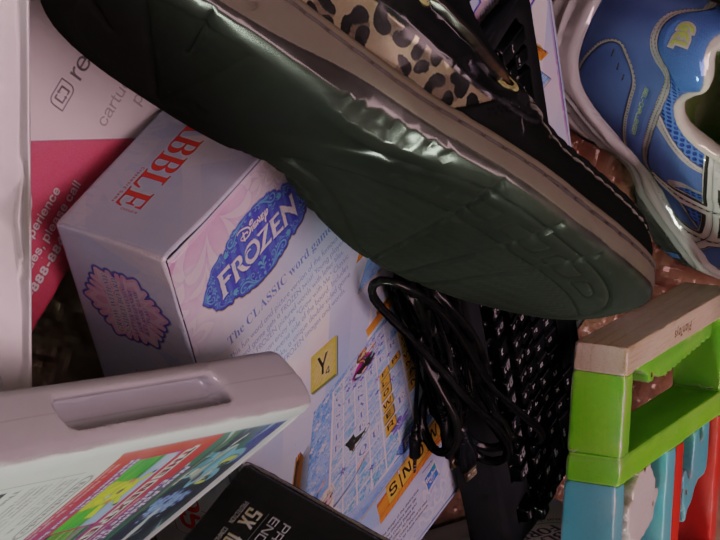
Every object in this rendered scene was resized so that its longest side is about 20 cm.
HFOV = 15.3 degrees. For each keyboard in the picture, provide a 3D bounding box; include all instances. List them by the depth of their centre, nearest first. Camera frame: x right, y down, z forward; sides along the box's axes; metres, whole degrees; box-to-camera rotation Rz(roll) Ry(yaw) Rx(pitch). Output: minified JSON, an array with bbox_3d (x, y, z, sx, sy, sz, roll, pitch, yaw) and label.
[{"bbox_3d":[0.051,0.018,0.849,0.104,0.040,0.200,-52,145,-33],"label":"keyboard"}]

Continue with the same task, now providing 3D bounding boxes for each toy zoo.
[{"bbox_3d":[0.100,0.112,0.949,0.131,0.020,0.200,-22,116,-65],"label":"toy zoo"}]

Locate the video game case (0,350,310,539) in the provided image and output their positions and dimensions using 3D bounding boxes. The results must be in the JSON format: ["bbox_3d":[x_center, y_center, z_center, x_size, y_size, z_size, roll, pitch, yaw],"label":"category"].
[{"bbox_3d":[-0.124,0.091,0.681,0.200,0.023,0.182,-40,167,19],"label":"video game case"}]

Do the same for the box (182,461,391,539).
[{"bbox_3d":[-0.039,0.186,0.766,0.200,0.086,0.164,-49,144,-21],"label":"box"}]

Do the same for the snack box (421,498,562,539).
[{"bbox_3d":[0.006,0.173,0.946,0.200,0.053,0.142,-12,111,-36],"label":"snack box"}]

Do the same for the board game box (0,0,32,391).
[{"bbox_3d":[-0.171,-0.058,0.594,0.200,0.026,0.200,-4,100,-29],"label":"board game box"}]

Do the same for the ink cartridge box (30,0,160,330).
[{"bbox_3d":[-0.147,-0.088,0.718,0.200,0.084,0.145,36,79,-40],"label":"ink cartridge box"}]

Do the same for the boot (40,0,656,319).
[{"bbox_3d":[0.018,-0.089,0.733,0.204,0.073,0.154,32,59,-31],"label":"boot"}]

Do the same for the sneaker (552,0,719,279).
[{"bbox_3d":[0.139,-0.041,0.970,0.200,0.077,0.076,32,81,-43],"label":"sneaker"}]

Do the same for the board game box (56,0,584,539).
[{"bbox_3d":[0.000,0.000,0.835,0.200,0.041,0.200,-50,144,-35],"label":"board game box"}]
